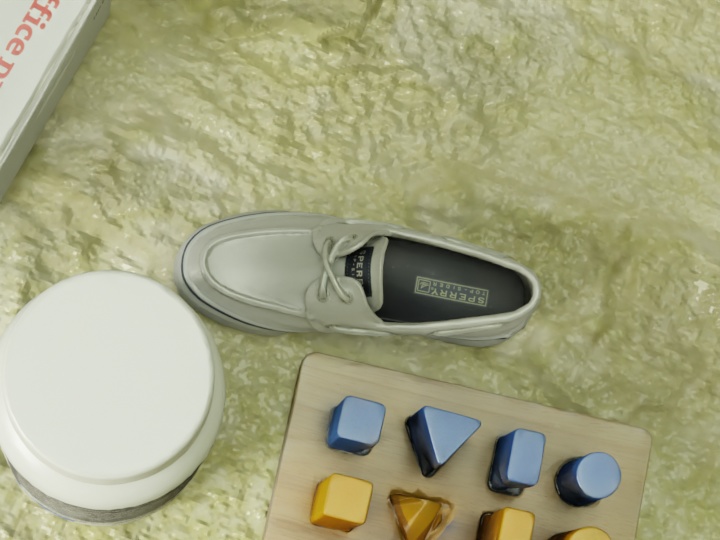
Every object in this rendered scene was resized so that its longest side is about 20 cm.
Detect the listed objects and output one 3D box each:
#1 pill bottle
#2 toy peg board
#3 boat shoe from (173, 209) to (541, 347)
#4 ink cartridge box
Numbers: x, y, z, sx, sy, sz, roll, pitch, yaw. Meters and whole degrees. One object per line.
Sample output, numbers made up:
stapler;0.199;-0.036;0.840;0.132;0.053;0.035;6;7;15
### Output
pill bottle;-0.125;0.064;0.973;0.114;0.200;0.114;1;79;-8
toy peg board;0.051;0.155;1.033;0.200;0.098;0.199;13;78;-6
boat shoe;0.000;0.000;1.071;0.200;0.065;0.074;2;79;-8
ink cartridge box;-0.250;-0.138;1.054;0.200;0.085;0.145;28;77;-1
